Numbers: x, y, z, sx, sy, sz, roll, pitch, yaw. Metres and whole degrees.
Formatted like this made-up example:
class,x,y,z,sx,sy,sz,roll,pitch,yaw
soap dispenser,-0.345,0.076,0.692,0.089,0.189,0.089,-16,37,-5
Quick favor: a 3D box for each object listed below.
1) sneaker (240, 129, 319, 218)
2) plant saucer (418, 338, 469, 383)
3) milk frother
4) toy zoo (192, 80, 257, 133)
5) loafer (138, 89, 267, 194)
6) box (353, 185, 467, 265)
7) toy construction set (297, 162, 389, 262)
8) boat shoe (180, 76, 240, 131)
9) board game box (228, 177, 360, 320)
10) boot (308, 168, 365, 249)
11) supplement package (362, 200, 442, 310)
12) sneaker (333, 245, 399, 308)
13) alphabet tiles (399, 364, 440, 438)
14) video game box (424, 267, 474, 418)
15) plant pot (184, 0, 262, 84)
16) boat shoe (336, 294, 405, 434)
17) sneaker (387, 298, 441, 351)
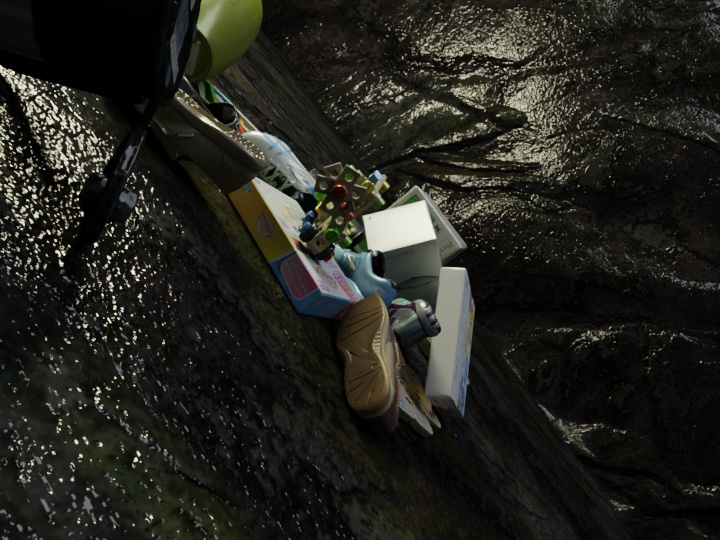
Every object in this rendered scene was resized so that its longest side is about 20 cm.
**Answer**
class,x,y,z,sx,sy,sz,roll,pitch,yaw
sneaker,-0.125,-0.151,0.931,0.200,0.072,0.073,43,22,-31
plant saucer,0.164,0.170,1.227,0.200,0.031,0.200,50,12,-14
milk frother,-0.220,-0.143,0.370,0.188,0.181,0.200,15,55,-12
toy zoo,-0.219,-0.254,0.984,0.200,0.020,0.131,43,15,-41
loafer,-0.203,-0.159,0.641,0.200,0.068,0.076,36,10,-1
box,0.112,-0.061,1.288,0.171,0.199,0.200,54,12,5
toy construction set,-0.023,-0.085,0.759,0.092,0.131,0.200,52,11,-2
boat shoe,-0.202,-0.209,0.787,0.070,0.066,0.200,58,12,23
board game box,-0.087,-0.028,0.772,0.200,0.040,0.153,57,11,19
boot,-0.059,-0.118,1.089,0.163,0.073,0.198,53,4,-10
supplement package,0.085,-0.003,1.007,0.117,0.117,0.200,-97,171,-49
sneaker,0.000,0.000,0.890,0.078,0.090,0.200,40,7,-47
alphabet tiles,0.048,0.152,0.838,0.196,0.015,0.200,46,13,-35
video game box,0.147,0.120,0.903,0.182,0.047,0.200,54,43,-61
plant pot,-0.254,-0.372,0.866,0.187,0.187,0.200,45,28,-35
boat shoe,0.019,0.113,0.701,0.072,0.072,0.200,57,14,-32
sneaker,0.048,0.088,0.849,0.075,0.087,0.200,61,-13,5
